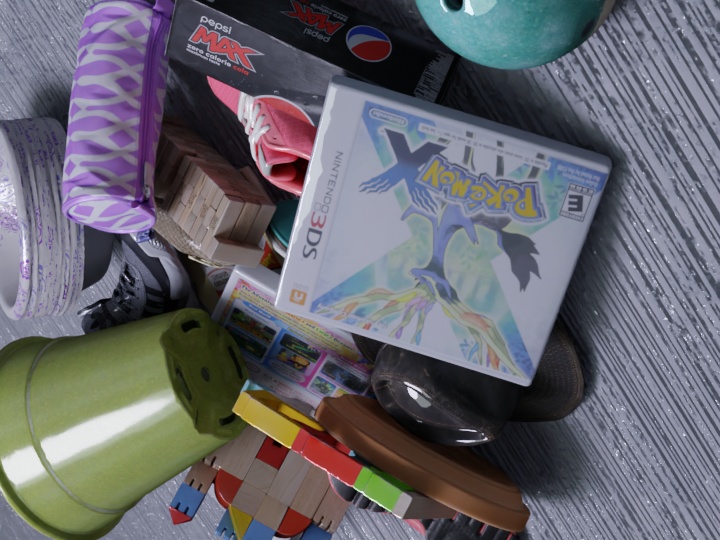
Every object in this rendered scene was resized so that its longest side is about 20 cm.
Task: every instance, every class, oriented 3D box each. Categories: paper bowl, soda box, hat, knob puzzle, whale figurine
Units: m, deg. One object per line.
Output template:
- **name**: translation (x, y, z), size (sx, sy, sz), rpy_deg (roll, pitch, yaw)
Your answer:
- **paper bowl**: translation (-0.315, -0.054, 1.330), size (0.200, 0.104, 0.202), rpy_deg (174, 90, -65)
- **soda box**: translation (-0.035, -0.153, 0.938), size (0.199, 0.064, 0.071), rpy_deg (25, 142, 0)
- **hat**: translation (0.070, 0.087, 1.023), size (0.199, 0.081, 0.201), rpy_deg (17, 143, 14)
- **knob puzzle**: translation (-0.094, 0.005, 1.231), size (0.219, 0.030, 0.221), rpy_deg (29, 138, 29)
- **whale figurine**: translation (0.091, -0.208, 0.769), size (0.159, 0.104, 0.201), rpy_deg (38, 143, 20)

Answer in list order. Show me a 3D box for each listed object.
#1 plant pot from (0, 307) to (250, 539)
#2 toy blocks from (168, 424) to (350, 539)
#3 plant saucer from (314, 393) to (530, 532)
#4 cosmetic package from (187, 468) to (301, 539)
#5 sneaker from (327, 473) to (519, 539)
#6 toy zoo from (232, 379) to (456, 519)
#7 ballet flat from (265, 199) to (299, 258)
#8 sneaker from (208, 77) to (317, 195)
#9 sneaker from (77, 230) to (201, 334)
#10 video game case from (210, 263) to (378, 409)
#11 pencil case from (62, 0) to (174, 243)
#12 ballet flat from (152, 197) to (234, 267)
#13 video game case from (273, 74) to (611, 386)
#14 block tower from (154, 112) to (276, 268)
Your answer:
- **plant pot**: translation (-0.205, 0.123, 1.184), size (0.189, 0.200, 0.201), rpy_deg (-23, 103, 27)
- **toy blocks**: translation (-0.088, 0.209, 1.247), size (0.199, 0.137, 0.100), rpy_deg (28, 161, 0)
- **plant saucer**: translation (0.055, 0.155, 1.100), size (0.199, 0.032, 0.200), rpy_deg (28, -178, -1)
- **cosmetic package**: translation (-0.114, 0.183, 1.346), size (0.200, 0.107, 0.090), rpy_deg (46, 146, 12)
- **sneaker**: translation (0.063, 0.203, 1.201), size (0.199, 0.087, 0.074), rpy_deg (34, 103, -5)
- **toy zoo**: translation (-0.021, 0.145, 1.076), size (0.199, 0.021, 0.131), rpy_deg (29, -179, 23)
- **ballet flat**: translation (0.000, 0.000, 1.094), size (0.199, 0.069, 0.070), rpy_deg (21, 135, 32)
- **sneaker**: translation (-0.059, -0.113, 1.025), size (0.200, 0.087, 0.074), rpy_deg (35, 141, 23)
- **sneaker**: translation (-0.225, 0.025, 1.284), size (0.076, 0.113, 0.200), rpy_deg (54, 168, 29)
- **video game case**: translation (-0.047, 0.087, 1.203), size (0.199, 0.024, 0.182), rpy_deg (30, 143, -2)
- **pencil case**: translation (-0.203, -0.130, 1.110), size (0.085, 0.084, 0.202), rpy_deg (-15, 68, 41)
- **ballet flat**: translation (-0.189, -0.054, 1.188), size (0.199, 0.067, 0.047), rpy_deg (34, 105, 16)
- **video game case**: translation (0.053, -0.024, 0.923), size (0.199, 0.022, 0.183), rpy_deg (17, 118, 1)
- **block tower**: translation (-0.148, -0.079, 1.143), size (0.200, 0.054, 0.058), rpy_deg (44, 114, 40)
